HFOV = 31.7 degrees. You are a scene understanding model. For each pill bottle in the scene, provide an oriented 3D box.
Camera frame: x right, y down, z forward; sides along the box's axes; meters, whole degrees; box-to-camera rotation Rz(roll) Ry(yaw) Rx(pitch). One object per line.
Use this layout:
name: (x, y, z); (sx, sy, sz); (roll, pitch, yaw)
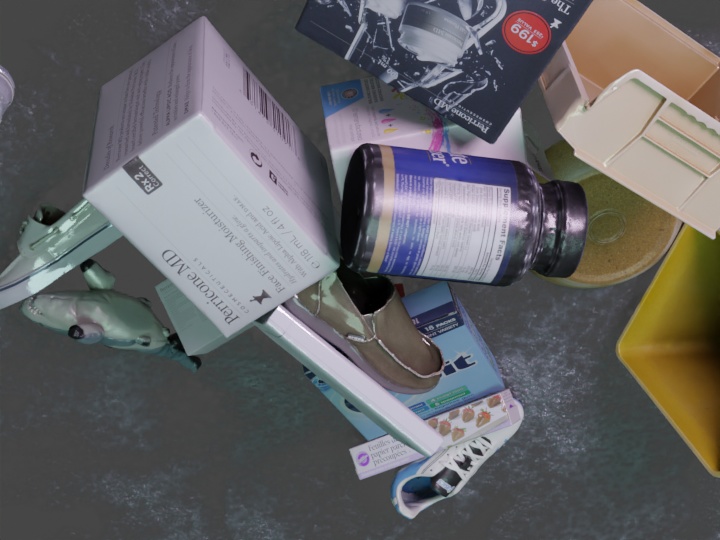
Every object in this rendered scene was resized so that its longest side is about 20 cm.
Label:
pill bottle: (0.089, -0.045, 1.100); (0.199, 0.112, 0.112); (6, 125, -11)

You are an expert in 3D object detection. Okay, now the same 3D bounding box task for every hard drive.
hard drive: (-0.020, 0.099, 1.209); (0.200, 0.132, 0.027); (40, 82, -12)

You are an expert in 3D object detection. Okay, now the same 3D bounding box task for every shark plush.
shark plush: (-0.254, 0.055, 1.345); (0.200, 0.091, 0.083); (15, 148, -41)

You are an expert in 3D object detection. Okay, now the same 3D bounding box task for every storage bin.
storage bin: (0.256, -0.156, 1.142); (0.198, 0.200, 0.094); (28, 121, -23)

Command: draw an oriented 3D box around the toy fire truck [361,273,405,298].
toy fire truck: (0.000, 0.000, 1.319); (0.199, 0.049, 0.141); (-4, 126, -3)

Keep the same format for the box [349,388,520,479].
box: (0.083, 0.186, 1.440); (0.200, 0.041, 0.039); (-23, 83, 22)

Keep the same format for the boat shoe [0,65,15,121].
boat shoe: (-0.406, -0.119, 1.175); (0.201, 0.072, 0.070); (-32, 123, 16)

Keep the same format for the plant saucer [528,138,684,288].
plant saucer: (0.251, -0.053, 1.316); (0.199, 0.035, 0.201); (-3, 126, -4)

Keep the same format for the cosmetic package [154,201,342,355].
cosmetic package: (-0.104, 0.003, 1.286); (0.200, 0.051, 0.083); (-30, 81, 17)

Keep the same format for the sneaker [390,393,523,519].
sneaker: (0.115, 0.219, 1.476); (0.072, 0.073, 0.200); (37, 113, -26)

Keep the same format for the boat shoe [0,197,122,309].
boat shoe: (-0.303, -0.033, 1.259); (0.200, 0.071, 0.070); (-31, 100, 18)

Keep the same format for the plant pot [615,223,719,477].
plant pot: (0.425, 0.073, 1.335); (0.176, 0.200, 0.200); (0, 128, -31)

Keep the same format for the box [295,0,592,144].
box: (0.078, -0.236, 1.039); (0.200, 0.104, 0.182); (30, 139, -2)

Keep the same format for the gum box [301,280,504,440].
gum box: (0.047, 0.101, 1.359); (0.169, 0.045, 0.200); (-22, 148, 10)

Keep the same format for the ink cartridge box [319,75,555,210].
ink cartridge box: (0.074, -0.113, 1.198); (0.199, 0.129, 0.126); (-12, 126, 1)

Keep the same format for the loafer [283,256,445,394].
loafer: (0.014, 0.049, 1.197); (0.200, 0.075, 0.070); (34, 123, -30)

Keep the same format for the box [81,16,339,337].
box: (-0.132, -0.087, 1.149); (0.131, 0.200, 0.199); (-32, 122, 16)
